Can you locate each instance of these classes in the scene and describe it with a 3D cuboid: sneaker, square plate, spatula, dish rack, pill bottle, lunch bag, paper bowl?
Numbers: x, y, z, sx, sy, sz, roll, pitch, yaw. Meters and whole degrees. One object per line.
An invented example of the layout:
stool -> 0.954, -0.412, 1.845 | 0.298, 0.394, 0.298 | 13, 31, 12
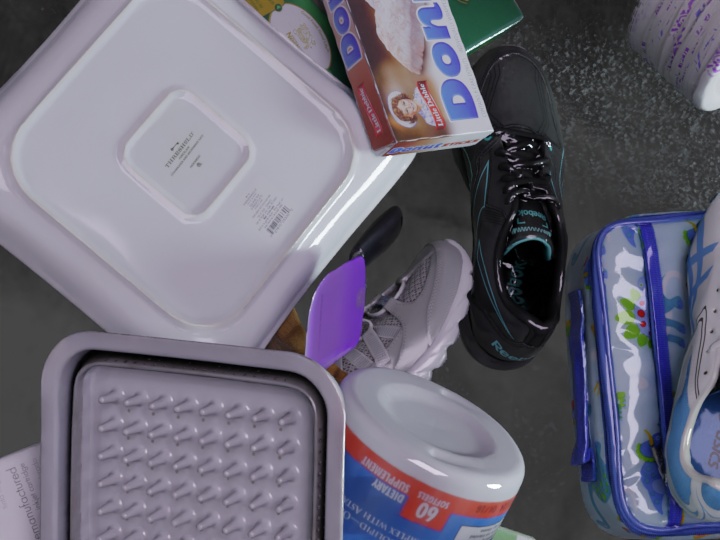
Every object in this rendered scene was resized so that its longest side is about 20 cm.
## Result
sneaker -> -0.009, 0.054, 1.085 | 0.082, 0.075, 0.200 | 40, 75, -8
sneaker -> 0.100, -0.043, 1.128 | 0.075, 0.079, 0.201 | 1, 80, -14
square plate -> -0.094, -0.061, 0.999 | 0.198, 0.028, 0.200 | 40, 69, -5
spatula -> 0.000, 0.000, 1.053 | 0.020, 0.200, 0.057 | 8, 112, 9
dish rack -> -0.081, 0.132, 0.953 | 0.171, 0.044, 0.201 | 5, 100, 22
pill bottle -> -0.002, 0.163, 1.010 | 0.112, 0.112, 0.201 | 22, 109, -10
lunch bag -> 0.206, 0.065, 1.140 | 0.160, 0.082, 0.201 | -1, 81, -12
paper bowl -> 0.239, -0.202, 1.127 | 0.200, 0.201, 0.104 | -40, 74, -17
sneaker -> 0.219, 0.044, 1.067 | 0.071, 0.072, 0.201 | 12, 76, -8

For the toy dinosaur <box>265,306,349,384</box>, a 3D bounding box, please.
toy dinosaur -> -0.061, 0.017, 1.027 | 0.106, 0.060, 0.200 | -32, 86, -11

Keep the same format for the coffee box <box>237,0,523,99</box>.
coffee box -> -0.014, -0.148, 1.089 | 0.200, 0.044, 0.123 | -34, 89, -25

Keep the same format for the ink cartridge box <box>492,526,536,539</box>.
ink cartridge box -> 0.065, 0.211, 1.016 | 0.048, 0.200, 0.146 | 20, 78, -14

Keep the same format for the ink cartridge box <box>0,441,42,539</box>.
ink cartridge box -> -0.242, 0.182, 1.008 | 0.199, 0.067, 0.116 | -21, 89, -17

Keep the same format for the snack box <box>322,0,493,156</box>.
snack box -> 0.011, -0.162, 1.052 | 0.072, 0.024, 0.201 | -9, 75, -36
